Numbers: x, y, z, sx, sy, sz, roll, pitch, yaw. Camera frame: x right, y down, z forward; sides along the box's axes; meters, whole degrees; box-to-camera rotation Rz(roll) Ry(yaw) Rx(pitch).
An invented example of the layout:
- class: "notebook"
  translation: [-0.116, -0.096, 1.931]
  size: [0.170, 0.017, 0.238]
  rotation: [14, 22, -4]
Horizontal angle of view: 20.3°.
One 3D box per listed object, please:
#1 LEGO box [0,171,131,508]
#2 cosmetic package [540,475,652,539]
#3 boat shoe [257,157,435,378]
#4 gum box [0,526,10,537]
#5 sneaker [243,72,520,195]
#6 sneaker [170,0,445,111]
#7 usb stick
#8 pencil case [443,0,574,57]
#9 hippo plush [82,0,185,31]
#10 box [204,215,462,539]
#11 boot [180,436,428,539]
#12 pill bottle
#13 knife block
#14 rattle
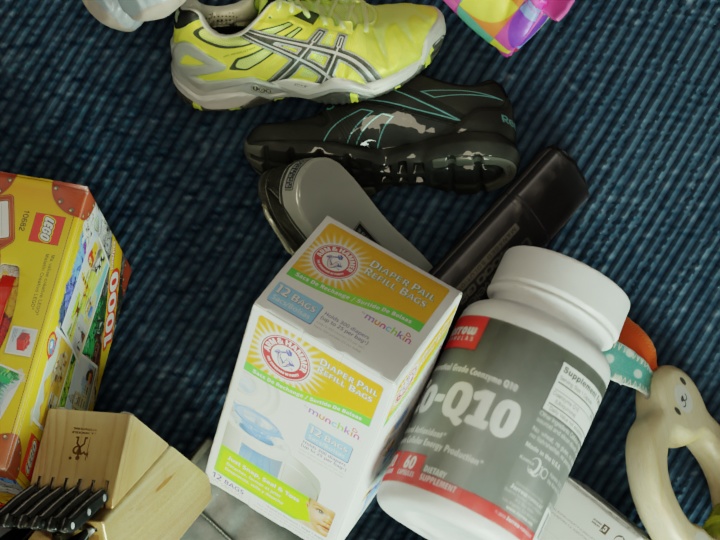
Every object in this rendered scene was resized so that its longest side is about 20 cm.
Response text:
- class: "LEGO box"
  translation: [-0.230, 0.056, 1.371]
  size: [0.077, 0.149, 0.201]
  rotation: [9, 70, 10]
- class: "cosmetic package"
  translation: [0.122, 0.250, 1.427]
  size: [0.085, 0.108, 0.200]
  rotation: [38, 90, 23]
- class: "boat shoe"
  translation: [0.000, 0.000, 1.448]
  size: [0.071, 0.064, 0.200]
  rotation: [-48, 114, -30]
- class: "gum box"
  translation: [-0.268, 0.271, 1.402]
  size: [0.044, 0.170, 0.201]
  rotation: [10, 91, -1]
- class: "sneaker"
  translation: [0.016, -0.098, 1.454]
  size: [0.199, 0.075, 0.080]
  rotation: [0, 65, 4]
- class: "sneaker"
  translation: [-0.038, -0.165, 1.427]
  size: [0.199, 0.076, 0.077]
  rotation: [-10, 130, -2]
- class: "usb stick"
  translation: [0.090, -0.008, 1.436]
  size: [0.200, 0.033, 0.056]
  rotation: [-47, 121, -17]
- class: "pencil case"
  translation: [0.066, -0.243, 1.434]
  size: [0.200, 0.088, 0.088]
  rotation: [41, 91, -1]
- class: "hippo plush"
  translation: [-0.145, -0.284, 1.415]
  size: [0.161, 0.159, 0.201]
  rotation: [-34, 124, -27]
- class: "box"
  translation: [-0.021, 0.080, 1.370]
  size: [0.112, 0.200, 0.101]
  rotation: [30, 48, 10]
- class: "boot"
  translation: [-0.045, 0.196, 1.458]
  size: [0.182, 0.073, 0.200]
  rotation: [-43, 85, 1]
- class: "pill bottle"
  translation: [0.101, 0.091, 1.373]
  size: [0.114, 0.114, 0.200]
  rotation: [26, 74, -1]
- class: "knife block"
  translation: [-0.176, 0.188, 1.316]
  size: [0.064, 0.200, 0.176]
  rotation: [3, 68, 20]
- class: "rattle"
  translation: [0.249, 0.106, 1.412]
  size: [0.130, 0.143, 0.201]
  rotation: [-7, 76, -33]
